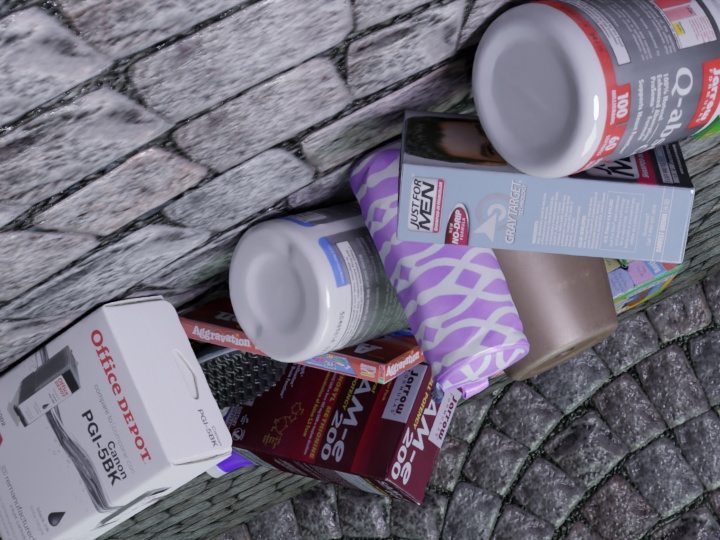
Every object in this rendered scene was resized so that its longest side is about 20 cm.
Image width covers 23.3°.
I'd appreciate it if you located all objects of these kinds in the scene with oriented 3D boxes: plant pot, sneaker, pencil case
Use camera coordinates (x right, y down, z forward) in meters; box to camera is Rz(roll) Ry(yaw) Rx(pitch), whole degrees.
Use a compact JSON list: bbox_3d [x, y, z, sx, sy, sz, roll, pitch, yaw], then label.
[{"bbox_3d":[0.155,0.001,1.632,0.199,0.175,0.200,-26,169,-6],"label":"plant pot"},{"bbox_3d":[-0.155,0.083,1.549,0.199,0.090,0.070,-27,136,20],"label":"sneaker"},{"bbox_3d":[0.059,-0.004,1.324,0.083,0.201,0.086,-19,163,-6],"label":"pencil case"}]

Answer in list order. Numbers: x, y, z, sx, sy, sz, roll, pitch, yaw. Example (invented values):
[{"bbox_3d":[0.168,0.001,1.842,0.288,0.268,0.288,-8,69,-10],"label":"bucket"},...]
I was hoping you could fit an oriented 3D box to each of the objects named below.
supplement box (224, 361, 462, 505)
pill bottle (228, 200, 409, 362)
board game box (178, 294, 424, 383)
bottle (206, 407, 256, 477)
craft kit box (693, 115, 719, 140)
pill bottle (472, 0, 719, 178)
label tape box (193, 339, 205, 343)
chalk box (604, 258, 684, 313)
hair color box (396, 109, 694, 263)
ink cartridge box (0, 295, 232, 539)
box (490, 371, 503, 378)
[{"bbox_3d":[-0.020,0.126,1.508,0.199,0.109,0.061,7,158,40],"label":"supplement box"},{"bbox_3d":[0.000,0.000,1.419,0.199,0.114,0.114,-14,164,-46],"label":"pill bottle"},{"bbox_3d":[-0.044,0.053,1.466,0.199,0.020,0.103,12,-161,26],"label":"board game box"},{"bbox_3d":[-0.069,0.137,1.692,0.199,0.066,0.083,-29,172,16],"label":"bottle"},{"bbox_3d":[0.435,-0.206,1.667,0.199,0.049,0.198,-19,164,-34],"label":"craft kit box"},{"bbox_3d":[0.182,-0.138,1.191,0.199,0.116,0.116,-18,167,-37],"label":"pill bottle"},{"bbox_3d":[-0.053,0.051,1.670,0.199,0.064,0.144,-31,169,26],"label":"label tape box"},{"bbox_3d":[0.269,-0.023,1.920,0.123,0.125,0.200,-25,170,-6],"label":"chalk box"},{"bbox_3d":[0.126,-0.060,1.224,0.198,0.061,0.099,4,-153,0],"label":"hair color box"},{"bbox_3d":[-0.222,0.131,1.426,0.200,0.147,0.083,-34,165,30],"label":"ink cartridge box"},{"bbox_3d":[0.210,0.051,2.196,0.094,0.103,0.200,-22,170,-19],"label":"box"}]
